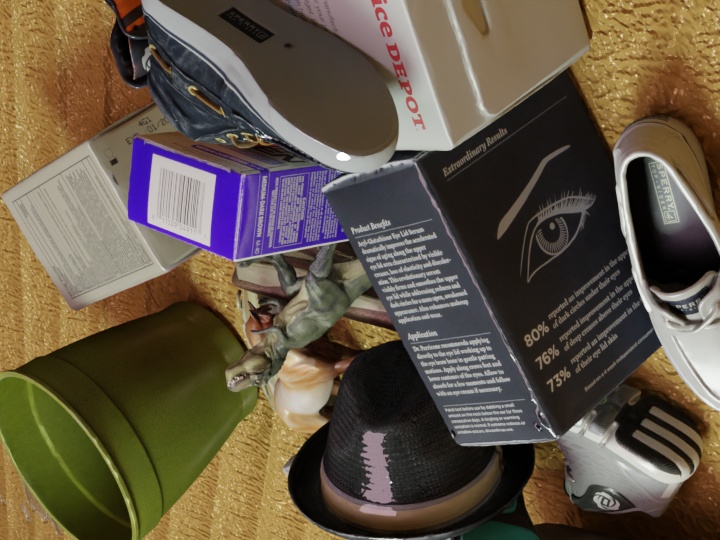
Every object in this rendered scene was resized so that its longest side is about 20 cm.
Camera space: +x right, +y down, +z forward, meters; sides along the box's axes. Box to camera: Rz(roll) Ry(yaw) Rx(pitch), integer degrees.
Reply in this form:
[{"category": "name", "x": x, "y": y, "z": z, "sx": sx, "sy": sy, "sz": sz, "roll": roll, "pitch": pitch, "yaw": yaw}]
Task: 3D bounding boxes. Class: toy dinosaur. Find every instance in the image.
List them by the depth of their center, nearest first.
[{"category": "toy dinosaur", "x": -0.034, "y": 0.008, "z": 1.110, "sx": 0.200, "sy": 0.048, "sz": 0.088, "roll": -35, "pitch": 109, "yaw": 19}]

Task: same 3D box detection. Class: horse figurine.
[{"category": "horse figurine", "x": -0.025, "y": 0.089, "z": 1.229, "sx": 0.200, "sy": 0.132, "sz": 0.050, "roll": 96, "pitch": 170, "yaw": -60}]

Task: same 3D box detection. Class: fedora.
[{"category": "fedora", "x": 0.033, "y": 0.110, "z": 1.103, "sx": 0.200, "sy": 0.200, "sz": 0.092, "roll": 17, "pitch": 123, "yaw": 42}]

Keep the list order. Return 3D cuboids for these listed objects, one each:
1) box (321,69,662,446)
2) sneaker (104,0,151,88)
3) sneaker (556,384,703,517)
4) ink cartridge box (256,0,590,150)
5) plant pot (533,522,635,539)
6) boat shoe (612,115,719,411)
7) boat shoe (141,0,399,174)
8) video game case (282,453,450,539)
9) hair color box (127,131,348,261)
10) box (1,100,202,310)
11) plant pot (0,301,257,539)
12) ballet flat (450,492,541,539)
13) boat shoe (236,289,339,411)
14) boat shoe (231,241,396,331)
[{"category": "box", "x": 0.095, "y": -0.010, "z": 0.979, "sx": 0.104, "sy": 0.148, "sz": 0.201, "roll": -13, "pitch": 108, "yaw": 55}, {"category": "sneaker", "x": -0.113, "y": -0.158, "z": 1.130, "sx": 0.200, "sy": 0.112, "sz": 0.078, "roll": 36, "pitch": 143, "yaw": 24}, {"category": "sneaker", "x": 0.142, "y": 0.112, "z": 1.094, "sx": 0.200, "sy": 0.075, "sz": 0.116, "roll": 36, "pitch": 145, "yaw": 23}, {"category": "ink cartridge box", "x": 0.012, "y": -0.169, "z": 0.941, "sx": 0.200, "sy": 0.144, "sz": 0.146, "roll": 7, "pitch": 125, "yaw": 47}, {"category": "plant pot", "x": 0.174, "y": 0.272, "z": 1.116, "sx": 0.173, "sy": 0.199, "sz": 0.201, "roll": 27, "pitch": 140, "yaw": 60}, {"category": "boat shoe", "x": 0.196, "y": 0.008, "z": 0.924, "sx": 0.073, "sy": 0.065, "sz": 0.201, "roll": -20, "pitch": 105, "yaw": 27}, {"category": "boat shoe", "x": -0.054, "y": -0.100, "z": 0.897, "sx": 0.200, "sy": 0.071, "sz": 0.091, "roll": 42, "pitch": 146, "yaw": 28}, {"category": "video game case", "x": 0.043, "y": 0.223, "z": 1.320, "sx": 0.200, "sy": 0.023, "sz": 0.182, "roll": 48, "pitch": 147, "yaw": -11}, {"category": "hair color box", "x": -0.048, "y": -0.061, "z": 1.053, "sx": 0.109, "sy": 0.200, "sz": 0.065, "roll": 21, "pitch": 110, "yaw": 38}, {"category": "box", "x": -0.205, "y": -0.058, "z": 1.333, "sx": 0.200, "sy": 0.109, "sz": 0.128, "roll": -18, "pitch": 105, "yaw": 55}, {"category": "plant pot", "x": -0.205, "y": 0.130, "z": 1.421, "sx": 0.200, "sy": 0.193, "sz": 0.201, "roll": 30, "pitch": 139, "yaw": 30}, {"category": "ballet flat", "x": 0.093, "y": 0.198, "z": 1.099, "sx": 0.200, "sy": 0.073, "sz": 0.073, "roll": -92, "pitch": -16, "yaw": -66}, {"category": "boat shoe", "x": -0.072, "y": 0.049, "z": 1.301, "sx": 0.063, "sy": 0.073, "sz": 0.201, "roll": 15, "pitch": 137, "yaw": 37}, {"category": "boat shoe", "x": -0.002, "y": -0.001, "z": 1.169, "sx": 0.202, "sy": 0.075, "sz": 0.075, "roll": 14, "pitch": 175, "yaw": 19}]
